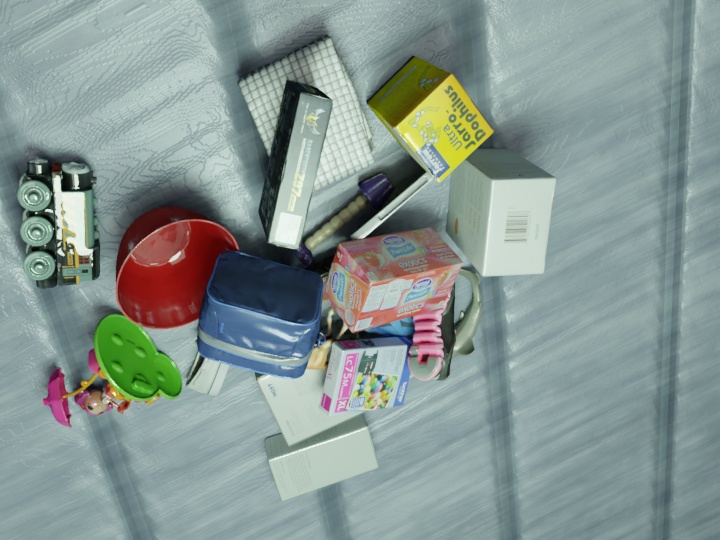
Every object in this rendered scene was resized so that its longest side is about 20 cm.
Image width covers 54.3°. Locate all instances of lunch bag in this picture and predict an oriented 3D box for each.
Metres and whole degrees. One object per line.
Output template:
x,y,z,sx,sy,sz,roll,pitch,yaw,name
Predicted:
-0.145,0.076,1.073,0.195,0.137,0.134,16,125,-5,lunch bag

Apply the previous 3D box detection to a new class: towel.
-0.079,-0.233,1.082,0.163,0.086,0.203,-25,114,-3,towel

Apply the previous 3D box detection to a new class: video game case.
0.067,-0.116,1.131,0.199,0.143,0.018,-40,93,5,video game case

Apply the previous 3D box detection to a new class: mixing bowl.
-0.296,-0.021,1.088,0.197,0.109,0.203,-23,138,-22,mixing bowl

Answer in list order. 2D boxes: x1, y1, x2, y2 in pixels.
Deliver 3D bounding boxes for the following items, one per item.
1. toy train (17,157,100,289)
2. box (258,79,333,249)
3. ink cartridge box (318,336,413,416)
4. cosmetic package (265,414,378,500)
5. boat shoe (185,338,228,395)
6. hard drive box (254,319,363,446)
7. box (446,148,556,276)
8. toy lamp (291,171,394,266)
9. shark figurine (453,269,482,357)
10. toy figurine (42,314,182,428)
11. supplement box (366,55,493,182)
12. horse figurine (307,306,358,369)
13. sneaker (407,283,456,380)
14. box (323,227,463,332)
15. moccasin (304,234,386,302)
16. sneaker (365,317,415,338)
-0.457,-0.070,1.070,0.111,0.085,0.205,-4,112,-24,toy train
-0.094,-0.152,0.975,0.050,0.158,0.205,10,106,-18,box
0.027,0.178,1.203,0.197,0.042,0.122,-1,110,-41,ink cartridge box
-0.074,0.346,1.328,0.195,0.074,0.104,-17,115,-7,cosmetic package
-0.249,0.124,1.195,0.064,0.074,0.204,13,108,-22,boat shoe
-0.073,0.199,1.263,0.196,0.077,0.159,-23,115,-3,hard drive box
0.220,-0.101,1.136,0.103,0.201,0.156,-2,113,-9,box
-0.028,-0.087,1.166,0.199,0.058,0.058,-41,115,6,toy lamp
0.192,0.105,1.280,0.126,0.090,0.218,20,108,-21,shark figurine
-0.431,0.194,1.176,0.182,0.153,0.200,-30,141,16,toy figurine
0.098,-0.233,1.054,0.109,0.201,0.109,-41,115,8,supplement box
-0.099,0.110,1.176,0.196,0.050,0.135,27,96,0,horse figurine
0.136,0.096,1.219,0.095,0.078,0.205,29,67,-47,sneaker
0.052,0.010,1.099,0.197,0.095,0.104,-12,138,-37,box
0.001,0.001,1.201,0.198,0.074,0.079,-27,131,-6,moccasin
0.036,0.068,1.214,0.198,0.066,0.079,26,104,-48,sneaker
